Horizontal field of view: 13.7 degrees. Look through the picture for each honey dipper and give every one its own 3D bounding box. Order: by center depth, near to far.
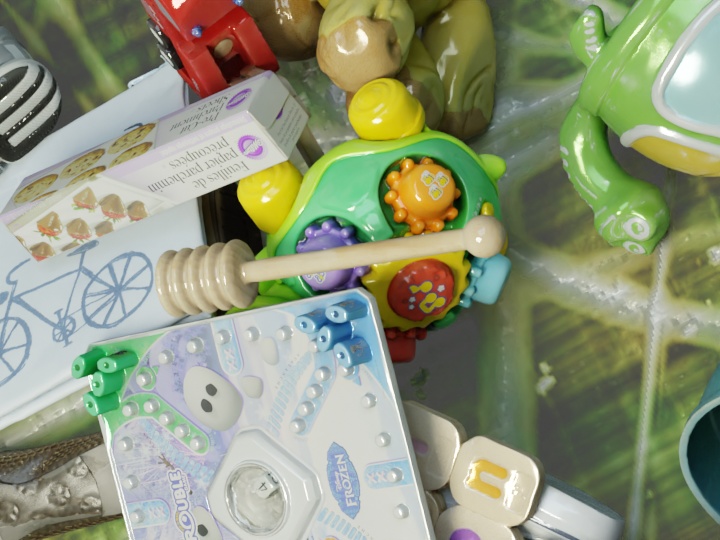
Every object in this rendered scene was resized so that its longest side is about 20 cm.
[{"bbox_3d":[-0.014,-0.004,1.580,0.200,0.038,0.038,-7,66,26],"label":"honey dipper"}]

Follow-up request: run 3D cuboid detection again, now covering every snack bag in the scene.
[{"bbox_3d":[-0.168,-0.012,1.759,0.188,0.021,0.200,-29,46,21],"label":"snack bag"}]

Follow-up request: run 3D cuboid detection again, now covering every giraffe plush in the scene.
[{"bbox_3d":[-0.010,-0.176,1.748,0.162,0.173,0.200,7,64,30],"label":"giraffe plush"}]

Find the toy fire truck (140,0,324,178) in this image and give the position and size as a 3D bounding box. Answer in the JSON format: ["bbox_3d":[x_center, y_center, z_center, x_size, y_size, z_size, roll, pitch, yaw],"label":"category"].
[{"bbox_3d":[-0.062,-0.107,1.699,0.049,0.200,0.141,-39,62,-8],"label":"toy fire truck"}]

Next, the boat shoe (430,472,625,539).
[{"bbox_3d":[0.052,0.128,1.650,0.200,0.074,0.067,22,91,34],"label":"boat shoe"}]

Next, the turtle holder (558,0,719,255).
[{"bbox_3d":[0.189,-0.108,1.658,0.132,0.141,0.186,40,75,10],"label":"turtle holder"}]

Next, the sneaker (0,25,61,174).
[{"bbox_3d":[-0.278,-0.077,1.836,0.200,0.075,0.116,-36,41,1],"label":"sneaker"}]

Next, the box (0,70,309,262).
[{"bbox_3d":[-0.118,-0.057,1.682,0.200,0.039,0.041,-20,31,37],"label":"box"}]

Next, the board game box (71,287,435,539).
[{"bbox_3d":[-0.056,0.123,1.615,0.200,0.026,0.200,-12,94,35],"label":"board game box"}]

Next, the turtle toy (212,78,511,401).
[{"bbox_3d":[0.000,0.000,1.658,0.200,0.146,0.101,-35,40,4],"label":"turtle toy"}]

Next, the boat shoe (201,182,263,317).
[{"bbox_3d":[-0.095,0.042,1.728,0.068,0.072,0.200,-16,57,20],"label":"boat shoe"}]

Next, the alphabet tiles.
[{"bbox_3d":[0.030,0.177,1.613,0.195,0.015,0.200,22,103,25],"label":"alphabet tiles"}]

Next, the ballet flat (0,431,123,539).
[{"bbox_3d":[-0.195,0.127,1.739,0.200,0.046,0.067,-15,96,18],"label":"ballet flat"}]

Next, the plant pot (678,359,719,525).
[{"bbox_3d":[0.285,0.042,1.544,0.200,0.200,0.188,9,56,21],"label":"plant pot"}]
